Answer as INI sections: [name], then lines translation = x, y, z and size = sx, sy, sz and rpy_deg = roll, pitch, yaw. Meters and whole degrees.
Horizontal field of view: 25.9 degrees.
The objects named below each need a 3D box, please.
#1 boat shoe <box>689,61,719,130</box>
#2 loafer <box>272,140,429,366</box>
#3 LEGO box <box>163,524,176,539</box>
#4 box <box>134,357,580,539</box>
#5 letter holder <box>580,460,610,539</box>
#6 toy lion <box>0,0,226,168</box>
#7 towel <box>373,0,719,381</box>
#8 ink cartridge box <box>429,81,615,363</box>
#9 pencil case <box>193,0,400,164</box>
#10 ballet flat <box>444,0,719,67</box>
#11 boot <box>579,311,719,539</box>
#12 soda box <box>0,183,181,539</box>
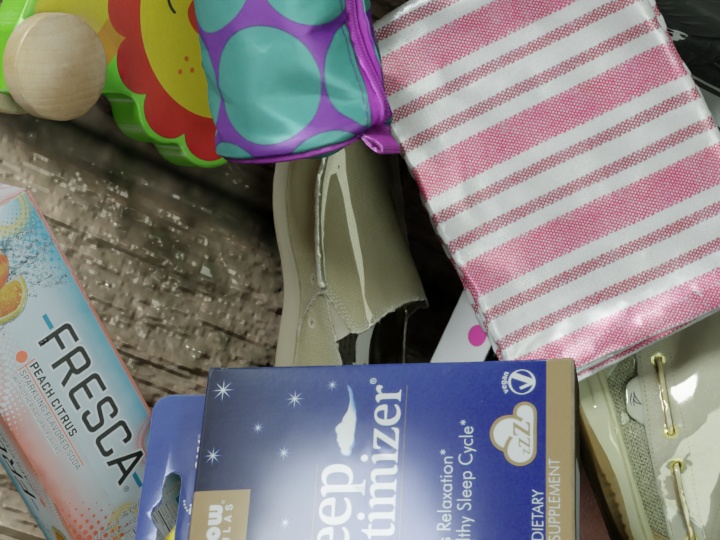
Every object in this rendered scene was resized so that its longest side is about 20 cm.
[boat shoe]
translation = 0.225, -0.090, 0.872
size = 0.064, 0.199, 0.071
rpy_deg = -54, 158, -7
[loafer]
translation = 0.000, 0.000, 0.801
size = 0.075, 0.068, 0.203
rpy_deg = -18, 116, -50
[LEGO box]
translation = -0.027, 0.173, 0.703
size = 0.201, 0.148, 0.077
rpy_deg = -52, 149, -17
[box]
translation = -0.006, 0.100, 0.671
size = 0.033, 0.197, 0.123
rpy_deg = 67, 23, -58
[letter holder]
translation = 0.157, 0.144, 0.917
size = 0.199, 0.142, 0.101
rpy_deg = -26, 153, -29
[toy lion]
translation = -0.093, -0.149, 0.745
size = 0.190, 0.068, 0.203
rpy_deg = -8, 101, -37
[towel]
translation = 0.097, -0.054, 0.748
size = 0.145, 0.030, 0.202
rpy_deg = -27, 92, 8
[ink cartridge box]
translation = 0.098, 0.000, 0.816
size = 0.094, 0.037, 0.202
rpy_deg = 13, 106, -53
[pencil case]
translation = -0.032, -0.151, 0.703
size = 0.085, 0.091, 0.203
rpy_deg = -23, 110, -61
[ballet flat]
translation = 0.120, -0.123, 0.821
size = 0.198, 0.067, 0.057
rpy_deg = -7, 136, -21
[boot]
translation = 0.197, 0.102, 0.791
size = 0.153, 0.072, 0.202
rpy_deg = -20, 85, -1
[soda box]
translation = -0.144, 0.060, 0.734
size = 0.063, 0.068, 0.202
rpy_deg = -35, 114, -24
